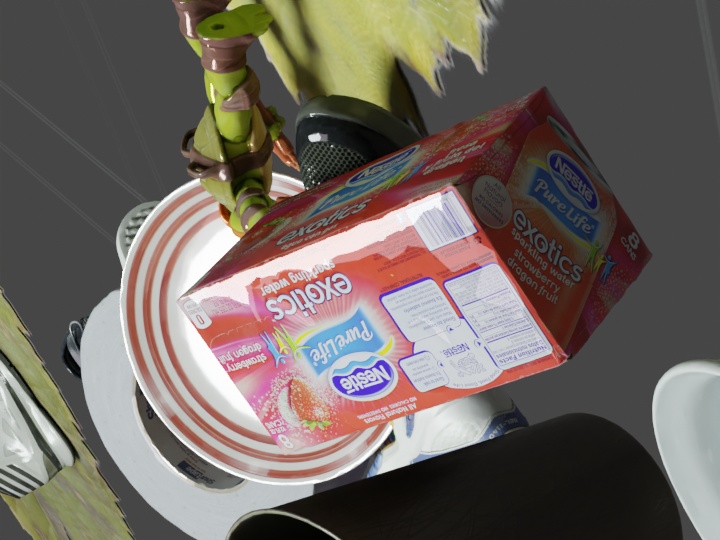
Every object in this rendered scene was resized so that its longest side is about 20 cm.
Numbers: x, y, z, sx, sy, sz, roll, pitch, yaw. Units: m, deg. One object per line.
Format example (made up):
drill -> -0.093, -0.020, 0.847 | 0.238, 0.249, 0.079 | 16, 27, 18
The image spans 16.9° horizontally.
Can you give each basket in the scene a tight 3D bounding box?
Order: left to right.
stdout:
basket -> 0.060, 0.159, 1.259 | 0.180, 0.200, 0.136 | 35, 132, 34

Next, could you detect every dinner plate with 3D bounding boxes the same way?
dinner plate -> -0.055, 0.034, 1.473 | 0.200, 0.024, 0.201 | 7, 107, 23

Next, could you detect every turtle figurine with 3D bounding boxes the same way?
turtle figurine -> -0.069, -0.080, 1.344 | 0.200, 0.064, 0.162 | -97, -2, -59

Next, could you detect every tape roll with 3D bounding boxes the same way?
tape roll -> -0.090, 0.084, 1.589 | 0.200, 0.066, 0.201 | 23, 131, 29

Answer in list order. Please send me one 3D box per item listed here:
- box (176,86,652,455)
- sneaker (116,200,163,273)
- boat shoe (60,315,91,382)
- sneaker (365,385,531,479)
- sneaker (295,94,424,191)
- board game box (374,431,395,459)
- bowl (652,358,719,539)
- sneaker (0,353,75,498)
box -> 0.023, 0.004, 1.145 | 0.200, 0.095, 0.100 | -22, 107, 44
sneaker -> -0.101, 0.047, 1.700 | 0.200, 0.075, 0.105 | 45, 157, 8
boat shoe -> -0.208, 0.064, 2.036 | 0.075, 0.062, 0.200 | 56, 161, -6
sneaker -> 0.059, 0.123, 1.448 | 0.088, 0.075, 0.200 | 46, 163, 17
sneaker -> 0.000, 0.000, 1.269 | 0.076, 0.114, 0.200 | 11, 147, 18
board game box -> 0.039, 0.128, 1.601 | 0.103, 0.019, 0.200 | 28, 151, 55
bowl -> 0.215, 0.092, 0.957 | 0.201, 0.090, 0.201 | 46, 162, 19
sneaker -> -0.417, 0.165, 2.678 | 0.201, 0.115, 0.076 | 51, 163, 4
